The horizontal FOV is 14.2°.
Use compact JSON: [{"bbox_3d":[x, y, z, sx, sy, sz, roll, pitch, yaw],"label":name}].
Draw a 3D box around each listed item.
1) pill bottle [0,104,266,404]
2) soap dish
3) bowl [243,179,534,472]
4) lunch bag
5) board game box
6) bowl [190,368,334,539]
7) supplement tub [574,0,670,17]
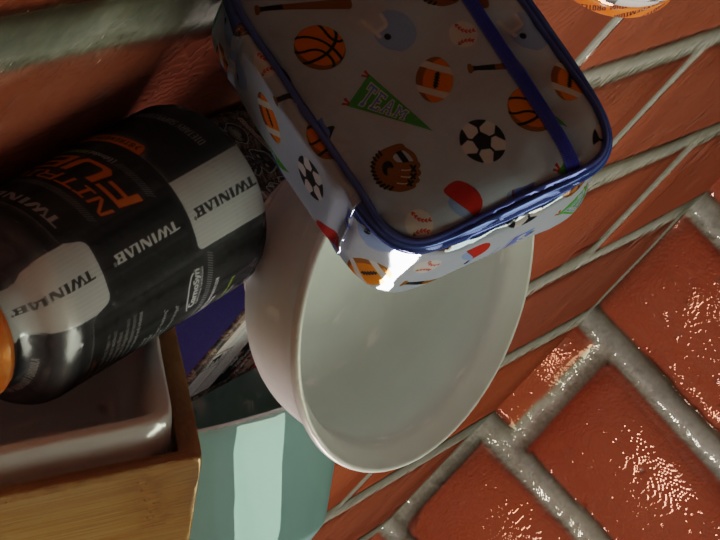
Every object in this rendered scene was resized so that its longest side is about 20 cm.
[{"bbox_3d":[-0.145,-0.001,1.436,0.200,0.106,0.106,-33,166,-45],"label":"pill bottle"},{"bbox_3d":[-0.162,0.089,1.475,0.156,0.082,0.200,-12,-161,-4],"label":"soap dish"},{"bbox_3d":[0.000,0.000,1.558,0.201,0.090,0.202,-27,127,-44],"label":"bowl"},{"bbox_3d":[0.026,-0.099,1.449,0.160,0.201,0.076,-25,163,-19],"label":"lunch bag"},{"bbox_3d":[-0.060,-0.021,1.720,0.160,0.097,0.200,-48,169,28],"label":"board game box"},{"bbox_3d":[-0.097,0.127,1.728,0.200,0.106,0.201,-11,-172,2],"label":"bowl"},{"bbox_3d":[0.178,-0.239,1.678,0.122,0.123,0.200,-38,168,-29],"label":"supplement tub"}]
